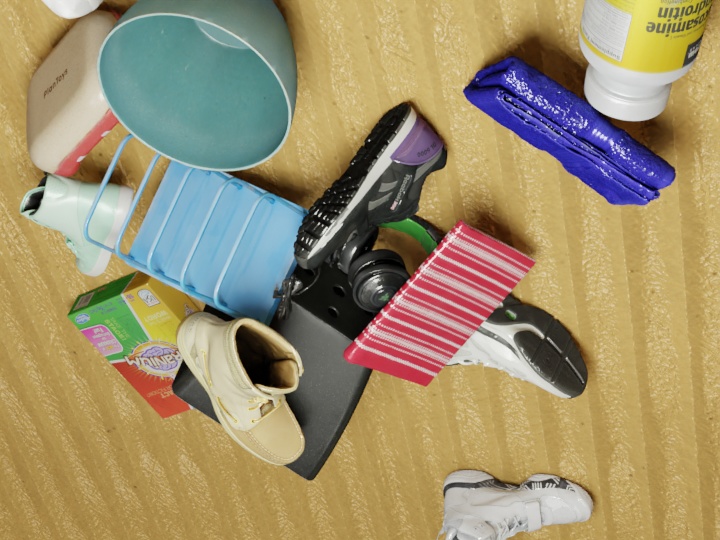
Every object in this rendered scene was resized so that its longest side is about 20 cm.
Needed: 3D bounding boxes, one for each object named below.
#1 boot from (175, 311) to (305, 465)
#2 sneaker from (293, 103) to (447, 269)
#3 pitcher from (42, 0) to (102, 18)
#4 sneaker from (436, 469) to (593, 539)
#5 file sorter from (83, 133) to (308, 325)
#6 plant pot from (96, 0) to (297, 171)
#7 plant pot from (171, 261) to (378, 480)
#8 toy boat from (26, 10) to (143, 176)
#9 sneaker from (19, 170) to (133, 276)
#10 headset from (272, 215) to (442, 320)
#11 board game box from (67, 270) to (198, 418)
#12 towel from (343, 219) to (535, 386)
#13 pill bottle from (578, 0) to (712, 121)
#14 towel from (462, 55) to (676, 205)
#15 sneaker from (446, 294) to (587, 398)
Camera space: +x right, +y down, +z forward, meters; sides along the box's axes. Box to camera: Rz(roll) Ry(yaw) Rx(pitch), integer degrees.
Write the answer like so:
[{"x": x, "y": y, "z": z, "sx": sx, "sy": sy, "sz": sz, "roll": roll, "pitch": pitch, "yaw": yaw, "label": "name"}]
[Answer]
[{"x": -0.100, "y": 0.128, "z": 1.501, "sx": 0.201, "sy": 0.073, "sz": 0.155, "roll": 58, "pitch": 155, "yaw": -16, "label": "boot"}, {"x": 0.017, "y": -0.068, "z": 1.488, "sx": 0.087, "sy": 0.201, "sz": 0.076, "roll": 41, "pitch": 176, "yaw": -24, "label": "sneaker"}, {"x": -0.302, "y": -0.363, "z": 1.382, "sx": 0.171, "sy": 0.122, "sz": 0.200, "roll": 36, "pitch": 148, "yaw": -1, "label": "pitcher"}, {"x": 0.192, "y": 0.321, "z": 1.822, "sx": 0.197, "sy": 0.116, "sz": 0.076, "roll": 4, "pitch": 133, "yaw": 18, "label": "sneaker"}, {"x": -0.176, "y": -0.045, "z": 1.535, "sx": 0.198, "sy": 0.140, "sz": 0.123, "roll": 24, "pitch": 178, "yaw": 26, "label": "file sorter"}, {"x": -0.146, "y": -0.218, "z": 1.431, "sx": 0.197, "sy": 0.136, "sz": 0.201, "roll": 11, "pitch": 140, "yaw": 9, "label": "plant pot"}, {"x": -0.071, "y": 0.081, "z": 1.657, "sx": 0.199, "sy": 0.200, "sz": 0.178, "roll": 35, "pitch": 122, "yaw": -12, "label": "plant pot"}, {"x": -0.277, "y": -0.181, "z": 1.552, "sx": 0.130, "sy": 0.132, "sz": 0.199, "roll": 15, "pitch": 144, "yaw": -37, "label": "toy boat"}, {"x": -0.338, "y": -0.060, "z": 1.667, "sx": 0.117, "sy": 0.075, "sz": 0.201, "roll": 14, "pitch": 154, "yaw": -14, "label": "sneaker"}, {"x": 0.000, "y": 0.000, "z": 1.548, "sx": 0.124, "sy": 0.198, "sz": 0.095, "roll": 52, "pitch": 140, "yaw": 32, "label": "headset"}, {"x": -0.256, "y": 0.094, "z": 1.835, "sx": 0.152, "sy": 0.041, "sz": 0.200, "roll": -20, "pitch": 121, "yaw": 34, "label": "board game box"}, {"x": 0.084, "y": 0.039, "z": 1.539, "sx": 0.144, "sy": 0.023, "sz": 0.200, "roll": 22, "pitch": 115, "yaw": -47, "label": "towel"}, {"x": 0.256, "y": -0.238, "z": 1.280, "sx": 0.111, "sy": 0.113, "sz": 0.201, "roll": 13, "pitch": 135, "yaw": 9, "label": "pill bottle"}, {"x": 0.198, "y": -0.129, "z": 1.400, "sx": 0.199, "sy": 0.050, "sz": 0.148, "roll": 34, "pitch": 173, "yaw": -10, "label": "towel"}, {"x": 0.163, "y": 0.089, "z": 1.661, "sx": 0.200, "sy": 0.076, "sz": 0.115, "roll": 39, "pitch": 142, "yaw": -5, "label": "sneaker"}]
